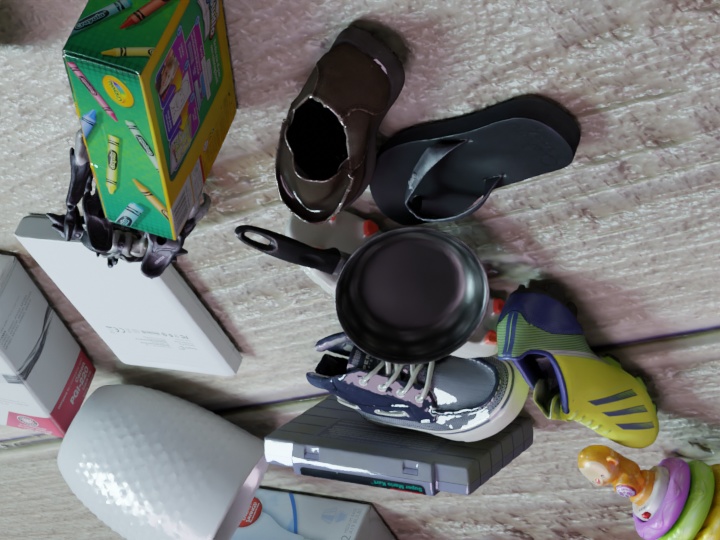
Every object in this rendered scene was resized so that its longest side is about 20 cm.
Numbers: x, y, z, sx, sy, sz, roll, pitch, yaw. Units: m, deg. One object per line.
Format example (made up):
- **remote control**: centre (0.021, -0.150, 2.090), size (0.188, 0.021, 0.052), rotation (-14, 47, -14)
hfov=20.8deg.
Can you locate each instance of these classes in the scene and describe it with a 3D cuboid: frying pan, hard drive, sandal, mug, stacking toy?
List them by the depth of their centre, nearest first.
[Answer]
- **sandal**: centre (0.067, -0.069, 1.354), size (0.076, 0.043, 0.200), rotation (34, 150, -20)
- **frying pan**: centre (0.000, 0.015, 1.443), size (0.189, 0.031, 0.115), rotation (2, 118, -4)
- **stacking toy**: centre (0.261, 0.188, 1.570), size (0.199, 0.110, 0.116), rotation (25, 152, -13)
- **hard drive**: centre (-0.202, 0.024, 1.730), size (0.131, 0.027, 0.200), rotation (5, 148, 30)
- **mug**: centre (-0.191, 0.191, 1.911), size (0.175, 0.148, 0.200), rotation (28, -177, 7)

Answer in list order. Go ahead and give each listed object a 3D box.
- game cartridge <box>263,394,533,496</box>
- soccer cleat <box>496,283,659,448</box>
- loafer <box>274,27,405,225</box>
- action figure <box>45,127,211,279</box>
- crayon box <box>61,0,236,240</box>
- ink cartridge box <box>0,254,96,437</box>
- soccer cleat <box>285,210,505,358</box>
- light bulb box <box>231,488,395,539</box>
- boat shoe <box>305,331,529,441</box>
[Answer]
- **game cartridge**: centre (0.031, 0.148, 1.677), size (0.199, 0.130, 0.039), rotation (6, 113, 30)
- **soccer cleat**: centre (0.164, 0.091, 1.514), size (0.065, 0.084, 0.200), rotation (-4, 142, 40)
- **loafer**: centre (-0.030, -0.089, 1.348), size (0.073, 0.071, 0.200), rotation (37, 150, 10)
- **action figure**: centre (-0.176, -0.049, 1.517), size (0.118, 0.102, 0.200), rotation (20, 179, -12)
- **crayon box**: centre (-0.138, -0.126, 1.328), size (0.058, 0.119, 0.200), rotation (16, 151, 12)
- **ink cartridge box**: centre (-0.359, 0.064, 1.853), size (0.145, 0.085, 0.200), rotation (9, 151, 25)
- **soccer cleat**: centre (0.022, 0.017, 1.514), size (0.199, 0.070, 0.078), rotation (28, 155, -15)
- **light bulb box**: centre (-0.086, 0.337, 2.002), size (0.199, 0.199, 0.125), rotation (4, 145, 29)
- **boat shoe**: centre (0.040, 0.090, 1.599), size (0.093, 0.075, 0.200), rotation (28, 157, -34)
